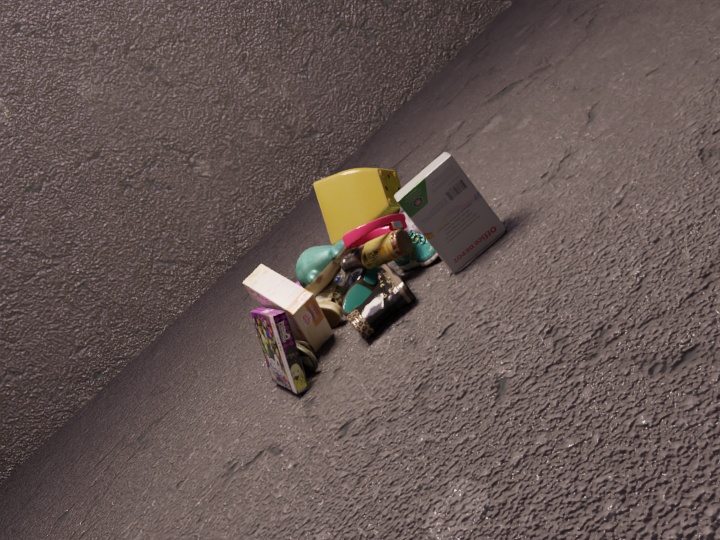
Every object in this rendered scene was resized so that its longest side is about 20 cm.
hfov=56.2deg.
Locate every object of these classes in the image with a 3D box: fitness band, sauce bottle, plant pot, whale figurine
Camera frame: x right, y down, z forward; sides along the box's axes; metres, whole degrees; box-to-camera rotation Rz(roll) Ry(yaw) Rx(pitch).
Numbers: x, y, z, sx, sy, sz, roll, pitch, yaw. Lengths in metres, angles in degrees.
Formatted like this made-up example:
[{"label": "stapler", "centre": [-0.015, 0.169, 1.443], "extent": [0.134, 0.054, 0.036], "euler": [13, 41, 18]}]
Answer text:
[{"label": "fitness band", "centre": [0.035, -0.094, 1.617], "extent": [0.141, 0.038, 0.199], "euler": [-21, -3, 22]}, {"label": "sauce bottle", "centre": [0.033, -0.039, 1.595], "extent": [0.198, 0.066, 0.066], "euler": [-24, 23, 43]}, {"label": "plant pot", "centre": [0.017, -0.199, 1.940], "extent": [0.198, 0.198, 0.194], "euler": [-23, -9, 33]}, {"label": "whale figurine", "centre": [-0.098, -0.027, 1.747], "extent": [0.159, 0.104, 0.200], "euler": [-49, 4, -40]}]

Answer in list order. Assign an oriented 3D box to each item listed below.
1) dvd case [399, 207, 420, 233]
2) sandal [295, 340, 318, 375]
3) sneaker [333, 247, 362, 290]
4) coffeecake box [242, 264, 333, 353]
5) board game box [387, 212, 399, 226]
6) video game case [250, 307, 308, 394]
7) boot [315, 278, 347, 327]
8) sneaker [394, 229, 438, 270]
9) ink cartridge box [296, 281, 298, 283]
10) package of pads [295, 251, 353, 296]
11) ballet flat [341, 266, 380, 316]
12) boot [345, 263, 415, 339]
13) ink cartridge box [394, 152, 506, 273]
[{"label": "dvd case", "centre": [0.159, -0.135, 1.712], "extent": [0.146, 0.016, 0.202], "euler": [-13, 38, 26]}, {"label": "sandal", "centre": [-0.143, 0.194, 1.598], "extent": [0.057, 0.081, 0.200], "euler": [-31, 11, -19]}, {"label": "sneaker", "centre": [0.000, 0.000, 1.762], "extent": [0.077, 0.085, 0.200], "euler": [-52, 1, 37]}, {"label": "coffeecake box", "centre": [-0.177, 0.092, 1.646], "extent": [0.198, 0.155, 0.073], "euler": [27, 62, 38]}, {"label": "board game box", "centre": [0.153, -0.147, 1.833], "extent": [0.201, 0.047, 0.150], "euler": [-50, 18, -25]}, {"label": "video game case", "centre": [-0.189, 0.180, 1.555], "extent": [0.035, 0.185, 0.199], "euler": [-19, 8, -22]}, {"label": "boot", "centre": [-0.066, 0.072, 1.739], "extent": [0.155, 0.072, 0.199], "euler": [-47, 14, -24]}, {"label": "sneaker", "centre": [0.135, -0.056, 1.576], "extent": [0.198, 0.080, 0.078], "euler": [-21, 25, 50]}, {"label": "ink cartridge box", "centre": [-0.223, 0.102, 2.091], "extent": [0.200, 0.039, 0.099], "euler": [-45, 16, -15]}, {"label": "package of pads", "centre": [-0.104, 0.017, 1.922], "extent": [0.199, 0.069, 0.154], "euler": [-38, 0, 10]}, {"label": "ballet flat", "centre": [0.010, 0.049, 1.645], "extent": [0.073, 0.073, 0.202], "euler": [-21, 32, 50]}, {"label": "boot", "centre": [0.034, 0.069, 1.511], "extent": [0.150, 0.073, 0.200], "euler": [-42, 21, -1]}, {"label": "ink cartridge box", "centre": [0.186, -0.120, 1.406], "extent": [0.145, 0.201, 0.088], "euler": [-39, 12, 7]}]
